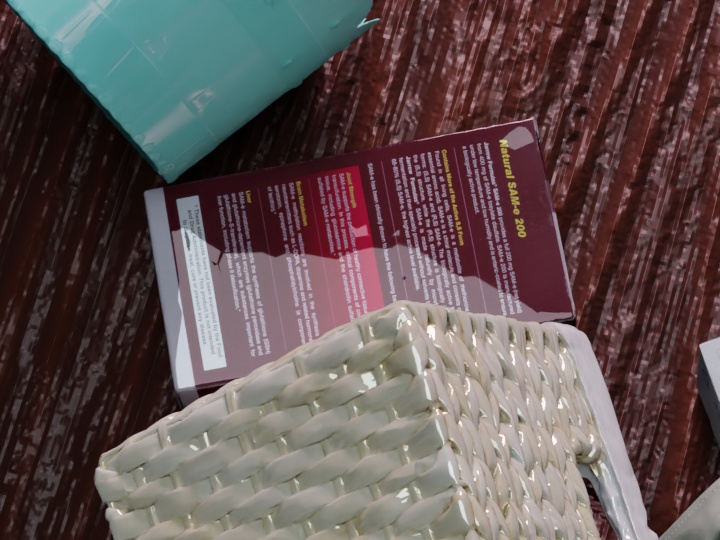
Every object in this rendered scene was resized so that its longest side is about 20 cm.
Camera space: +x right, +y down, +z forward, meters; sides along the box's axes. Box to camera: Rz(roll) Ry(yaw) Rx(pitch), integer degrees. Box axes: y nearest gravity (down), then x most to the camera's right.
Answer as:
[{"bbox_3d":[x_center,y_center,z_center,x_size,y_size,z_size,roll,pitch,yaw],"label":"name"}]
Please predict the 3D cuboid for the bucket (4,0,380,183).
[{"bbox_3d":[-0.105,-0.153,1.482,0.135,0.207,0.207,-42,74,-3],"label":"bucket"}]

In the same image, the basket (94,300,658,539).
[{"bbox_3d":[0.016,0.139,1.356,0.199,0.161,0.199,-26,69,26],"label":"basket"}]

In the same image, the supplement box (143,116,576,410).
[{"bbox_3d":[0.000,0.000,1.495,0.199,0.061,0.109,-10,72,0],"label":"supplement box"}]

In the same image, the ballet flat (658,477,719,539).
[{"bbox_3d":[0.139,0.162,1.413,0.067,0.200,0.064,35,29,-23],"label":"ballet flat"}]

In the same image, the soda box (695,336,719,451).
[{"bbox_3d":[0.222,0.125,1.438,0.063,0.068,0.201,-18,71,-2],"label":"soda box"}]
